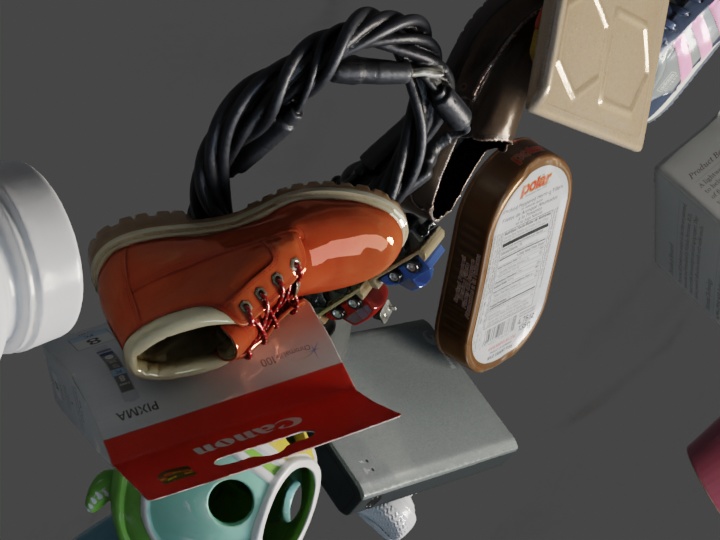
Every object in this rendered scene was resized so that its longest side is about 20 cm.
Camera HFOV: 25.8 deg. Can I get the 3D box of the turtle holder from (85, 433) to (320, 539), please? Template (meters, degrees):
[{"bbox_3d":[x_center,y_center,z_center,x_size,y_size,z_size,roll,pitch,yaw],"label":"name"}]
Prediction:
[{"bbox_3d":[-0.090,0.128,1.105,0.187,0.131,0.141,-58,148,-18],"label":"turtle holder"}]

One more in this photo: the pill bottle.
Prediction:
[{"bbox_3d":[-0.244,0.016,0.763,0.199,0.114,0.115,-21,146,-38],"label":"pill bottle"}]

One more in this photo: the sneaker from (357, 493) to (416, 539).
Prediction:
[{"bbox_3d":[0.022,0.145,1.292,0.115,0.075,0.200,-50,-165,-6],"label":"sneaker"}]

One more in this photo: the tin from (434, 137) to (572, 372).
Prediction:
[{"bbox_3d":[0.116,-0.009,1.262,0.111,0.042,0.202,-28,137,-44],"label":"tin"}]

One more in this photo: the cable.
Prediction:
[{"bbox_3d":[-0.025,-0.074,0.983,0.199,0.051,0.164,-34,145,-1],"label":"cable"}]

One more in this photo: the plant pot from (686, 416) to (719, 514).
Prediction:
[{"bbox_3d":[0.553,0.252,2.149,0.178,0.202,0.200,-32,156,15],"label":"plant pot"}]

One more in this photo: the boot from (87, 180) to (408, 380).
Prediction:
[{"bbox_3d":[-0.058,0.011,0.945,0.197,0.108,0.076,-13,132,-10],"label":"boot"}]

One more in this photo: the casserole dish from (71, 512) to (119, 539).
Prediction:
[{"bbox_3d":[-0.183,0.226,1.234,0.199,0.039,0.122,-34,152,-21],"label":"casserole dish"}]

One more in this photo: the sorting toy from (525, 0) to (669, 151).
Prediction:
[{"bbox_3d":[0.162,-0.185,1.050,0.199,0.036,0.188,9,92,-61],"label":"sorting toy"}]

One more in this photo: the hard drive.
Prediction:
[{"bbox_3d":[0.022,0.110,1.235,0.199,0.140,0.033,-8,144,-50],"label":"hard drive"}]

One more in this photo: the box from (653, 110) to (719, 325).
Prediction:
[{"bbox_3d":[0.392,-0.071,1.499,0.198,0.131,0.200,-39,154,-9],"label":"box"}]

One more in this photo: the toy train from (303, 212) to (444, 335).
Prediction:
[{"bbox_3d":[-0.006,0.016,1.081,0.199,0.046,0.034,-34,-170,47],"label":"toy train"}]

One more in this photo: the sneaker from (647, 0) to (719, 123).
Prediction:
[{"bbox_3d":[0.236,-0.189,1.178,0.082,0.070,0.201,-11,138,-51],"label":"sneaker"}]

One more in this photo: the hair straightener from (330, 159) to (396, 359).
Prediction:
[{"bbox_3d":[0.000,0.000,1.122,0.041,0.077,0.201,-39,156,-48],"label":"hair straightener"}]

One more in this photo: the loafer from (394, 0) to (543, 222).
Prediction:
[{"bbox_3d":[0.090,-0.114,1.083,0.201,0.071,0.073,-53,152,18],"label":"loafer"}]

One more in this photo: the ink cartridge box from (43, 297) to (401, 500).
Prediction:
[{"bbox_3d":[-0.089,0.064,0.942,0.158,0.200,0.048,-16,108,-22],"label":"ink cartridge box"}]
